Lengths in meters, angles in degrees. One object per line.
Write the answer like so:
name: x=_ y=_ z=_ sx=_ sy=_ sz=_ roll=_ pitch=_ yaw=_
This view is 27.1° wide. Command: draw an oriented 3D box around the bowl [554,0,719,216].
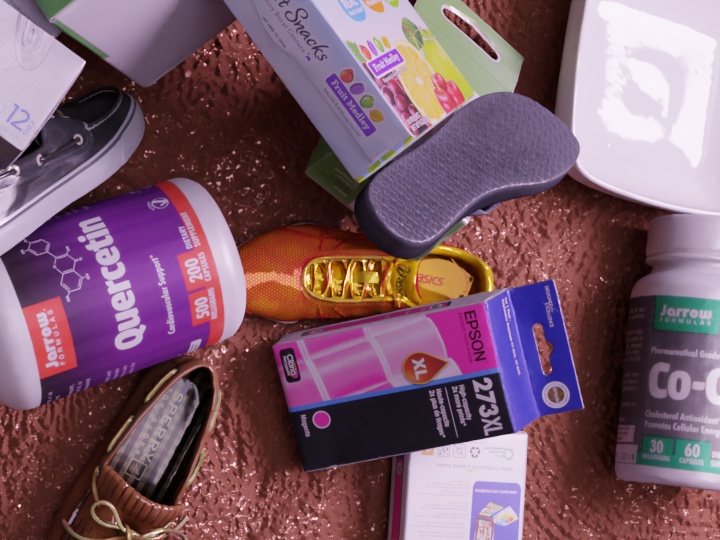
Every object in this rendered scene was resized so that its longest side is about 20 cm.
bowl: x=0.236 y=-0.141 z=1.159 sx=0.199 sy=0.075 sz=0.201 roll=11 pitch=81 yaw=-21

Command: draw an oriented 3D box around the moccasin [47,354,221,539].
moccasin: x=-0.146 y=0.150 z=0.978 sx=0.074 sy=0.078 sz=0.202 roll=35 pitch=74 yaw=-16

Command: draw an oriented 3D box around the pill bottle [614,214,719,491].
pill bottle: x=0.256 y=0.064 z=1.131 sx=0.113 sy=0.113 sz=0.201 roll=9 pitch=82 yaw=-21

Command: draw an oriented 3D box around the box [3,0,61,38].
box: x=-0.296 y=-0.101 z=0.895 sx=0.106 sy=0.152 sz=0.200 roll=46 pitch=71 yaw=-14

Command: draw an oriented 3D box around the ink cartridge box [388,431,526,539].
ink cartridge box: x=0.067 y=0.213 z=1.077 sx=0.094 sy=0.037 sz=0.201 roll=6 pitch=81 yaw=-22

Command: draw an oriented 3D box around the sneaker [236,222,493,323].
sneaker: x=0.000 y=0.000 z=1.051 sx=0.199 sy=0.077 sz=0.073 roll=-2 pitch=88 yaw=-21

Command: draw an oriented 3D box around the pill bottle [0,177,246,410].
pill bottle: x=-0.181 y=0.019 z=0.955 sx=0.199 sy=0.112 sz=0.113 roll=-20 pitch=94 yaw=-22

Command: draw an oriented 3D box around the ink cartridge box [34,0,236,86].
ink cartridge box: x=-0.178 y=-0.229 z=0.916 sx=0.084 sy=0.146 sz=0.200 roll=-35 pitch=76 yaw=7

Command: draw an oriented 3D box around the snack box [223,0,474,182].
snack box: x=-0.021 y=-0.164 z=0.929 sx=0.200 sy=0.053 sz=0.142 roll=54 pitch=25 yaw=-2

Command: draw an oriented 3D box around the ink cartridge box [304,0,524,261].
ink cartridge box: x=0.044 y=-0.113 z=1.067 sx=0.104 sy=0.059 sz=0.200 roll=38 pitch=44 yaw=-15

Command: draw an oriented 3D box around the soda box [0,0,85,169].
soda box: x=-0.250 y=-0.141 z=0.798 sx=0.200 sy=0.068 sz=0.064 roll=37 pitch=74 yaw=-14

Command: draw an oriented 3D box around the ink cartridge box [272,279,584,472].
ink cartridge box: x=0.045 y=0.073 z=1.025 sx=0.199 sy=0.037 sz=0.095 roll=-13 pitch=99 yaw=11

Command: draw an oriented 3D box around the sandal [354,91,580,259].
sandal: x=0.067 y=-0.064 z=0.986 sx=0.200 sy=0.043 sz=0.076 roll=-26 pitch=74 yaw=-38

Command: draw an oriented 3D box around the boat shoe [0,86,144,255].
boat shoe: x=-0.204 y=-0.072 z=0.938 sx=0.200 sy=0.068 sz=0.057 roll=-51 pitch=136 yaw=-46
